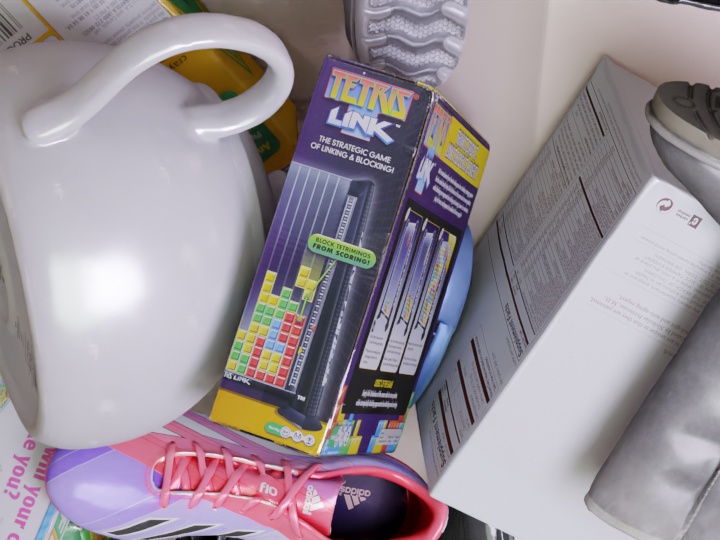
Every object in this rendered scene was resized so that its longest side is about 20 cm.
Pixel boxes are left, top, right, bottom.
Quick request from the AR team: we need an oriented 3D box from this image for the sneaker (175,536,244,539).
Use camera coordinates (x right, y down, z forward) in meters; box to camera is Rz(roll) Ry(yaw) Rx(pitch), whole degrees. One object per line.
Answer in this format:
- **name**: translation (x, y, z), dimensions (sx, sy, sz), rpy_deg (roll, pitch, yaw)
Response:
- **sneaker**: translation (-0.045, 0.156, 1.197), dimensions (0.199, 0.076, 0.088), rpy_deg (-24, 113, -30)

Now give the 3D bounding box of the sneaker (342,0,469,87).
- **sneaker**: translation (0.017, -0.188, 1.089), dimensions (0.074, 0.082, 0.201), rpy_deg (8, 97, -21)

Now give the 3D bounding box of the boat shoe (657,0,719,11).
- **boat shoe**: translation (0.145, -0.169, 1.118), dimensions (0.200, 0.063, 0.074), rpy_deg (10, 119, -9)

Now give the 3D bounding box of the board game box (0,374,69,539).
- **board game box**: translation (-0.206, 0.096, 1.143), dimensions (0.134, 0.201, 0.034), rpy_deg (18, 156, 7)

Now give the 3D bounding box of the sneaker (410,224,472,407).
- **sneaker**: translation (-0.015, 0.049, 1.214), dimensions (0.078, 0.070, 0.201), rpy_deg (20, 116, -23)

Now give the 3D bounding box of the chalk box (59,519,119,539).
- **chalk box**: translation (-0.194, 0.155, 1.225), dimensions (0.124, 0.124, 0.201), rpy_deg (-11, 119, 0)

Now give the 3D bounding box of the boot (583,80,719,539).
- **boot**: translation (0.160, 0.031, 1.063), dimensions (0.181, 0.073, 0.200), rpy_deg (28, 118, -16)

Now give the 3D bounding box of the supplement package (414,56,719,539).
- **supplement package**: translation (0.157, 0.040, 1.180), dimensions (0.190, 0.147, 0.200), rpy_deg (27, 113, -17)

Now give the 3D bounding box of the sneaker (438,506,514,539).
- **sneaker**: translation (0.041, 0.189, 1.293), dimensions (0.079, 0.076, 0.201), rpy_deg (5, 117, -5)

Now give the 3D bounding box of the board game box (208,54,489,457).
- **board game box**: translation (0.000, 0.000, 1.072), dimensions (0.056, 0.200, 0.166), rpy_deg (16, 88, 11)

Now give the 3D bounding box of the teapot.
- **teapot**: translation (-0.098, -0.022, 1.054), dimensions (0.145, 0.200, 0.199), rpy_deg (-14, 104, -15)

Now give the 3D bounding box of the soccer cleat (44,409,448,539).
- **soccer cleat**: translation (-0.053, 0.106, 1.130), dimensions (0.199, 0.076, 0.067), rpy_deg (11, 85, -25)

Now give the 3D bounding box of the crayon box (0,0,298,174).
- **crayon box**: translation (-0.121, -0.081, 1.144), dimensions (0.125, 0.052, 0.200), rpy_deg (-35, 115, 15)
